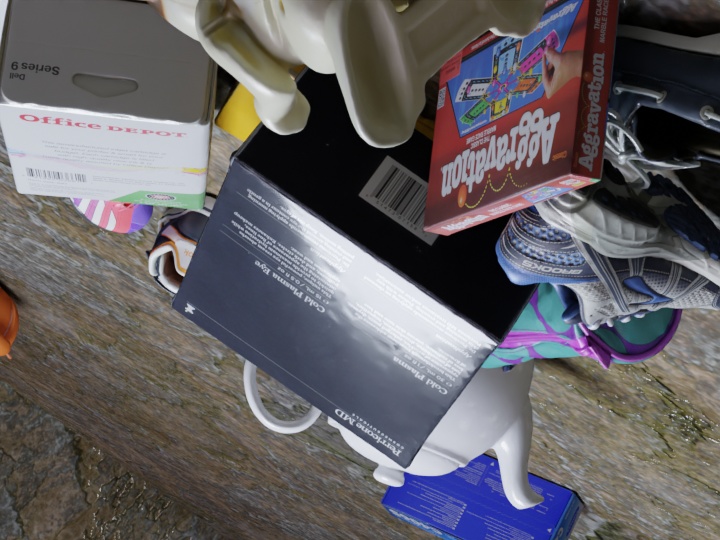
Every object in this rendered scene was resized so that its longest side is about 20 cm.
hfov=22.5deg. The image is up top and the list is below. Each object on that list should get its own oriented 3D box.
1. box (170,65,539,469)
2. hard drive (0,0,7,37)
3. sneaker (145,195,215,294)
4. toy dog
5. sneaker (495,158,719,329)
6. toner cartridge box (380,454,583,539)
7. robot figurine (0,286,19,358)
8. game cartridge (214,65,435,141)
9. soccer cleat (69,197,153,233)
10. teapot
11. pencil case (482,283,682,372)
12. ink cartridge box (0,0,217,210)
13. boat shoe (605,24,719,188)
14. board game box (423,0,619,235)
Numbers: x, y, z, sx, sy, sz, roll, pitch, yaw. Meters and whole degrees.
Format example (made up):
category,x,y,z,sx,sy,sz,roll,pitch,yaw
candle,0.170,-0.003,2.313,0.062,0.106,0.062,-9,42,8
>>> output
category,x,y,z,sx,sy,sz,roll,pitch,yaw
box,0.000,0.000,1.172,0.199,0.104,0.182,35,143,2
hard drive,-0.296,-0.210,1.363,0.199,0.026,0.132,10,155,49
sneaker,-0.160,-0.012,1.668,0.078,0.080,0.200,30,166,-6
toy dog,-0.042,-0.158,0.901,0.199,0.140,0.195,11,143,48
sneaker,0.147,-0.008,1.030,0.199,0.085,0.077,20,-148,-43
toner cartridge box,0.128,0.250,1.931,0.199,0.096,0.043,20,164,31
robot figurine,-0.541,0.052,2.475,0.142,0.118,0.200,-1,152,20
game cartridge,0.003,-0.084,1.250,0.199,0.033,0.176,30,164,-8
soccer cleat,-0.221,-0.087,1.567,0.073,0.069,0.200,15,157,29
teapot,0.038,0.102,1.482,0.199,0.148,0.197,12,169,41
pencil case,0.131,0.026,1.238,0.085,0.093,0.200,46,159,-15
ink cartridge box,-0.175,-0.115,1.274,0.143,0.089,0.200,6,167,-5
boat shoe,0.157,-0.080,0.920,0.075,0.062,0.199,35,166,-38
board game box,0.082,-0.083,0.970,0.019,0.104,0.200,9,170,-18
